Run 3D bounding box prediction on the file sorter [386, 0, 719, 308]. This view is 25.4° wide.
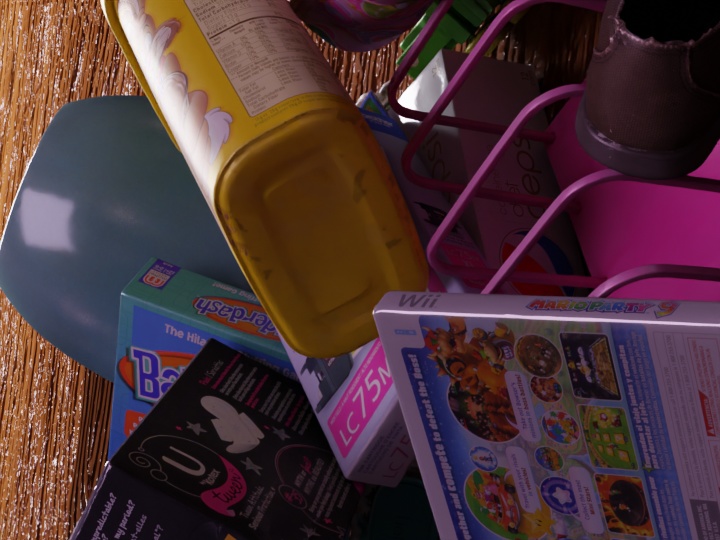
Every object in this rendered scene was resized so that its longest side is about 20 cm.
[{"bbox_3d":[0.103,-0.035,0.707,0.139,0.124,0.201,-54,40,43],"label":"file sorter"}]

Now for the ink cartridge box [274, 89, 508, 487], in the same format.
[{"bbox_3d":[0.000,0.000,0.835,0.120,0.042,0.201,-58,36,25],"label":"ink cartridge box"}]

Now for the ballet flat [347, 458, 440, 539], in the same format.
[{"bbox_3d":[0.015,0.193,0.904,0.072,0.071,0.202,37,115,58],"label":"ballet flat"}]

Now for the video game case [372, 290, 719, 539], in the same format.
[{"bbox_3d":[0.109,0.074,0.616,0.198,0.018,0.144,1,122,32],"label":"video game case"}]

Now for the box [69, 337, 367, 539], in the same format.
[{"bbox_3d":[-0.076,0.138,0.797,0.133,0.114,0.200,-63,-2,16],"label":"box"}]

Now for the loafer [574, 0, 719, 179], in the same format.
[{"bbox_3d":[0.144,-0.126,0.631,0.071,0.072,0.201,87,-156,-55],"label":"loafer"}]

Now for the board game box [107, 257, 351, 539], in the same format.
[{"bbox_3d":[-0.073,0.107,0.948,0.045,0.151,0.202,-53,-22,-54],"label":"board game box"}]

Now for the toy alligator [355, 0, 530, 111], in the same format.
[{"bbox_3d":[0.055,-0.147,0.900,0.054,0.059,0.200,-51,3,-40],"label":"toy alligator"}]

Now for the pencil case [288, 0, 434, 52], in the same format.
[{"bbox_3d":[0.004,-0.157,0.763,0.200,0.086,0.088,-157,74,-85],"label":"pencil case"}]

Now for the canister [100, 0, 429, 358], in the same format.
[{"bbox_3d":[-0.049,-0.071,0.768,0.201,0.086,0.149,59,176,47],"label":"canister"}]

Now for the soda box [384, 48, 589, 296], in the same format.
[{"bbox_3d":[0.068,-0.011,0.831,0.068,0.063,0.202,-46,47,49],"label":"soda box"}]

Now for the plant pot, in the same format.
[{"bbox_3d":[-0.140,-0.021,1.036,0.201,0.160,0.202,-158,90,-86],"label":"plant pot"}]
